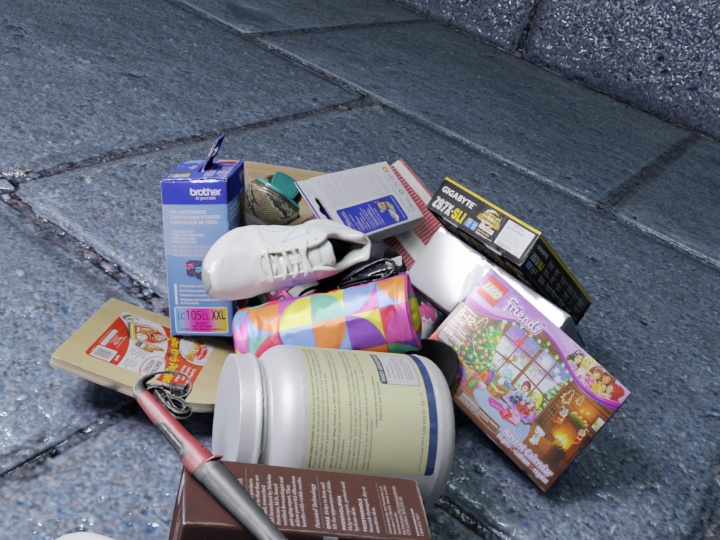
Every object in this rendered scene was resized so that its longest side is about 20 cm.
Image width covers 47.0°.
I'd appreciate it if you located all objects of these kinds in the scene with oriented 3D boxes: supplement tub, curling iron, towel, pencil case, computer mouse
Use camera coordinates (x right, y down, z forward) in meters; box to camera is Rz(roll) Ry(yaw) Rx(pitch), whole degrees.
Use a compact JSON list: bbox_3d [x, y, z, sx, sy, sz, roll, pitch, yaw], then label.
[{"bbox_3d":[-0.027,0.145,0.755,0.196,0.148,0.146,7,29,-20],"label":"supplement tub"},{"bbox_3d":[-0.111,0.141,0.626,0.049,0.026,0.199,-15,44,-40],"label":"curling iron"},{"bbox_3d":[0.033,-0.055,1.124,0.199,0.023,0.145,-36,82,-33],"label":"towel"},{"bbox_3d":[-0.035,0.060,0.837,0.195,0.090,0.089,-11,26,10],"label":"pencil case"},{"bbox_3d":[0.000,0.000,0.965,0.136,0.054,0.200,-21,1,16],"label":"computer mouse"}]

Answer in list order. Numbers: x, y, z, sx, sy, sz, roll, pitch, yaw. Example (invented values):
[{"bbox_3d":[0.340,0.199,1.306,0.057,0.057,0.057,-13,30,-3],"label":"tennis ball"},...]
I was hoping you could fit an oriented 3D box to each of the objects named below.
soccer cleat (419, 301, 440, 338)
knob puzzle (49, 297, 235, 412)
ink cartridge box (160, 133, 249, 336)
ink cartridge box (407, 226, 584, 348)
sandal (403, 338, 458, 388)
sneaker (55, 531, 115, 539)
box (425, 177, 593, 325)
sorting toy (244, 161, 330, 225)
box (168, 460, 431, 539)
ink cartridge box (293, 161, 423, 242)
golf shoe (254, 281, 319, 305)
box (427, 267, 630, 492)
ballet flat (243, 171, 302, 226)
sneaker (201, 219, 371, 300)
[{"bbox_3d":[0.042,0.101,0.974,0.198,0.070,0.087,-19,64,-49],"label":"soccer cleat"},{"bbox_3d":[-0.194,0.101,0.850,0.215,0.031,0.220,20,15,-6],"label":"knob puzzle"},{"bbox_3d":[-0.169,-0.045,0.919,0.074,0.205,0.137,-2,16,0],"label":"ink cartridge box"},{"bbox_3d":[0.167,0.051,1.026,0.199,0.084,0.145,38,-1,29],"label":"ink cartridge box"},{"bbox_3d":[0.010,0.115,0.868,0.195,0.077,0.045,-7,-12,-4],"label":"sandal"},{"bbox_3d":[-0.157,0.261,0.565,0.197,0.076,0.088,29,41,17],"label":"sneaker"},{"bbox_3d":[0.185,-0.019,1.016,0.159,0.050,0.199,35,-2,41],"label":"box"},{"bbox_3d":[-0.068,-0.072,1.201,0.195,0.071,0.200,6,30,-19],"label":"sorting toy"},{"bbox_3d":[-0.052,0.218,0.661,0.195,0.102,0.075,9,29,-14],"label":"box"},{"bbox_3d":[-0.004,-0.081,1.051,0.199,0.037,0.096,-20,72,-53],"label":"ink cartridge box"},{"bbox_3d":[-0.103,0.004,1.021,0.197,0.094,0.073,25,26,10],"label":"golf shoe"},{"bbox_3d":[0.169,0.116,0.895,0.200,0.137,0.039,43,-2,19],"label":"box"},{"bbox_3d":[-0.105,-0.069,0.961,0.067,0.076,0.200,32,8,-6],"label":"ballet flat"},{"bbox_3d":[-0.073,-0.017,0.862,0.198,0.072,0.079,-18,14,-38],"label":"sneaker"}]
